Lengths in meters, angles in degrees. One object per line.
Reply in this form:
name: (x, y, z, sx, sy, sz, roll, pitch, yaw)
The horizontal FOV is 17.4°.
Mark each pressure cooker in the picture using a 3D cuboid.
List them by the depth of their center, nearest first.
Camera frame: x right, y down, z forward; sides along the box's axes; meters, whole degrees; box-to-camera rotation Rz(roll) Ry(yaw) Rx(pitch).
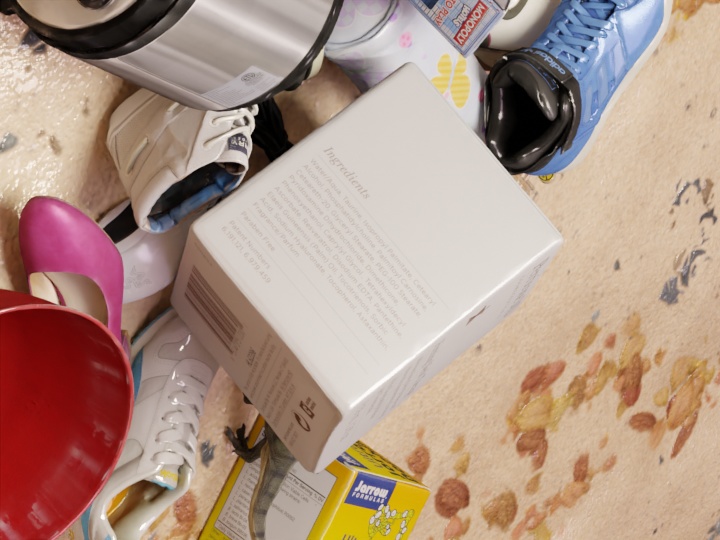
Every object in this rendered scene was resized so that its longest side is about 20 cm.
pressure cooker: (-0.122, -0.201, 1.432, 0.199, 0.178, 0.177, 19, 102, -53)

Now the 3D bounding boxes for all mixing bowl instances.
mixing bowl: (-0.258, 0.087, 1.522, 0.199, 0.108, 0.201, -23, 129, -31)

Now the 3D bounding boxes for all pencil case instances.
pencil case: (0.033, -0.149, 1.706, 0.083, 0.090, 0.200, -58, 140, -8)

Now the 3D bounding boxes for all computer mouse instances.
computer mouse: (-0.116, -0.040, 1.655, 0.200, 0.044, 0.110, -44, 141, -19)

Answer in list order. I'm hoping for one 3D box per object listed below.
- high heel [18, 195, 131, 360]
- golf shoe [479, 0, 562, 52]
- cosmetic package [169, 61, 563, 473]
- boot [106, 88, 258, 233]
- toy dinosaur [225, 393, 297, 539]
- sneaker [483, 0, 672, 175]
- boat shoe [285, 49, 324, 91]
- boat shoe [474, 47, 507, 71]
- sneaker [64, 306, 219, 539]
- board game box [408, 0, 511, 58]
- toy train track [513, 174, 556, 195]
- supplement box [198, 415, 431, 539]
high heel: (-0.198, 0.041, 1.580, 0.201, 0.067, 0.096, 85, 15, -51)
golf shoe: (0.087, -0.206, 1.701, 0.199, 0.088, 0.078, 24, 92, -36)
cosmetic package: (0.000, 0.000, 1.617, 0.200, 0.167, 0.167, -38, 171, -18)
boot: (-0.081, -0.106, 1.542, 0.200, 0.096, 0.073, -40, 140, 24)
toy dinosaur: (-0.064, 0.122, 1.786, 0.047, 0.088, 0.201, 8, 109, -50)
sneaker: (0.154, -0.157, 1.698, 0.111, 0.077, 0.201, -14, 135, -61)
boat shoe: (-0.061, -0.205, 1.580, 0.063, 0.073, 0.203, -30, 138, -36)
boat shoe: (0.153, -0.203, 1.831, 0.199, 0.072, 0.073, -9, 120, -36)
sneaker: (-0.145, 0.115, 1.698, 0.076, 0.081, 0.201, 32, 88, -51)
board game box: (0.065, -0.253, 1.592, 0.199, 0.201, 0.062, -25, 167, -35)
toy train track: (0.158, -0.096, 1.899, 0.201, 0.032, 0.115, -53, 162, 1)
supplement box: (-0.052, 0.227, 1.853, 0.109, 0.109, 0.201, 20, 99, -52)
